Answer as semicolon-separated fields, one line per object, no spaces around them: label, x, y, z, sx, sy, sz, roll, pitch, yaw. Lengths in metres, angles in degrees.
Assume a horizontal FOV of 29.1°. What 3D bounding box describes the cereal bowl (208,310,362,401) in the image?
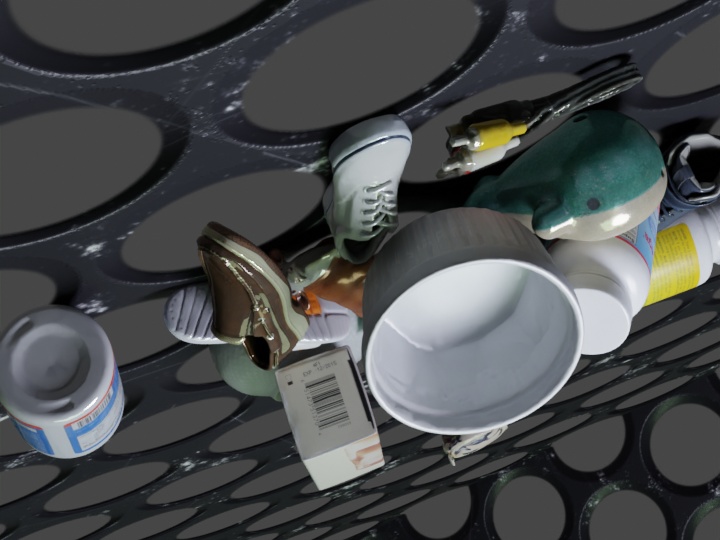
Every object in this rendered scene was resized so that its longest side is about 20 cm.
cereal bowl;-0.065;0.089;1.548;0.198;0.084;0.200;-20;163;-6

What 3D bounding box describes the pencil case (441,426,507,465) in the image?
pencil case;0.101;0.123;1.645;0.089;0.202;0.078;-26;167;10

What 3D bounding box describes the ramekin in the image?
ramekin;0.093;0.038;1.239;0.197;0.106;0.202;-5;129;-6

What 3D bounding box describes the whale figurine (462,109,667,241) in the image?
whale figurine;0.184;-0.090;1.299;0.198;0.105;0.159;-6;-153;28

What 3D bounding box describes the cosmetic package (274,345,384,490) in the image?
cosmetic package;-0.030;0.162;1.496;0.086;0.105;0.200;-19;164;-3

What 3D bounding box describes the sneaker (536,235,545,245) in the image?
sneaker;0.131;-0.005;1.369;0.075;0.092;0.199;12;-147;41

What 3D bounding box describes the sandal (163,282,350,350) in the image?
sandal;-0.108;0.045;1.386;0.204;0.080;0.059;0;157;-30

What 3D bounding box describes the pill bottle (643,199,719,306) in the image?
pill bottle;0.352;-0.022;1.662;0.198;0.113;0.111;-20;163;-4

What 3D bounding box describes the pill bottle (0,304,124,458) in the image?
pill bottle;-0.282;0.114;1.313;0.111;0.114;0.200;-17;163;-12

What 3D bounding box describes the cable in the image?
cable;0.153;-0.124;1.209;0.197;0.051;0.097;-16;166;-14

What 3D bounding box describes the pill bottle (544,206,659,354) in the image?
pill bottle;0.234;-0.016;1.366;0.107;0.201;0.110;9;132;10

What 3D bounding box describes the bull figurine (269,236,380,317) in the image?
bull figurine;0.000;0.000;1.361;0.121;0.066;0.199;-31;153;21

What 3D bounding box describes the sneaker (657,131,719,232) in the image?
sneaker;0.310;-0.077;1.475;0.201;0.077;0.146;-33;173;5

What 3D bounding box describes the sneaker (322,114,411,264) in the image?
sneaker;0.012;-0.066;1.181;0.072;0.072;0.200;-17;163;-11

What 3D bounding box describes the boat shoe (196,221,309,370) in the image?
boat shoe;-0.103;0.034;1.256;0.075;0.074;0.203;-56;148;-15
